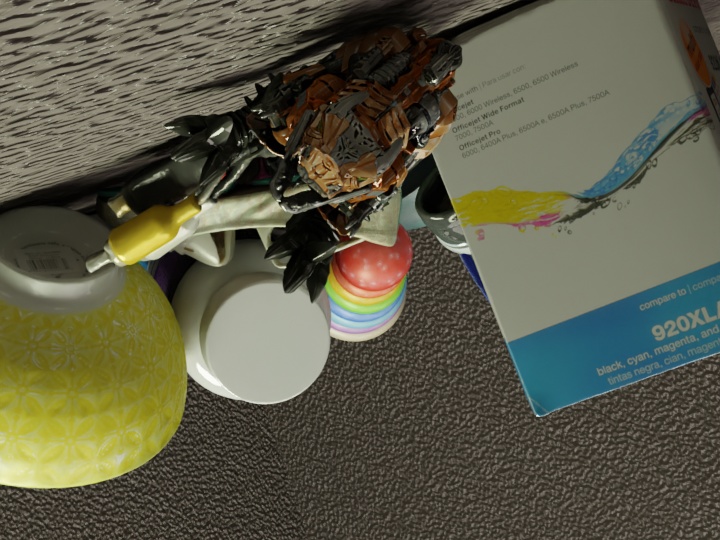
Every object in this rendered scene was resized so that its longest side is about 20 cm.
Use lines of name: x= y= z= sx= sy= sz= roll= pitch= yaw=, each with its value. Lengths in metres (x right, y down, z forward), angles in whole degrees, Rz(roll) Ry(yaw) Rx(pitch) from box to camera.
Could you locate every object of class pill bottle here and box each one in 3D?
pill bottle: x=-0.084 y=0.026 z=1.041 sx=0.111 sy=0.112 sz=0.200 roll=-19 pitch=-164 yaw=-11

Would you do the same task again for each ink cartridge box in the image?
ink cartridge box: x=0.139 y=-0.048 z=0.812 sx=0.144 sy=0.200 sz=0.147 roll=-22 pitch=178 yaw=22

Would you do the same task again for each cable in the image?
cable: x=-0.068 y=-0.057 z=0.838 sx=0.200 sy=0.050 sz=0.097 roll=-22 pitch=-165 yaw=32

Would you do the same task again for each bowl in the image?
bowl: x=-0.196 y=0.025 z=0.912 sx=0.200 sy=0.200 sz=0.108 roll=-19 pitch=137 yaw=-42

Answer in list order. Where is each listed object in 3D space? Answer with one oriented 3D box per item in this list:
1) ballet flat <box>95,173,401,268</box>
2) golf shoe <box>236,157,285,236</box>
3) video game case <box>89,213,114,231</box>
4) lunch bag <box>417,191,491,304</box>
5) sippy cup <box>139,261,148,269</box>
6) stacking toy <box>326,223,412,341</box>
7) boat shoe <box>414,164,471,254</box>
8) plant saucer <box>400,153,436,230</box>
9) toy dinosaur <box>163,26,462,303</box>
ballet flat: x=-0.073 y=-0.030 z=0.942 sx=0.200 sy=0.062 sz=0.067 roll=-5 pitch=-172 yaw=10
golf shoe: x=-0.053 y=-0.054 z=1.090 sx=0.092 sy=0.073 sz=0.200 roll=-19 pitch=180 yaw=23
video game case: x=-0.223 y=-0.024 z=1.217 sx=0.182 sy=0.024 sz=0.200 roll=-20 pitch=180 yaw=-43
lunch bag: x=0.162 y=-0.054 z=1.052 sx=0.200 sy=0.124 sz=0.170 roll=-36 pitch=168 yaw=5
sippy cup: x=-0.105 y=0.016 z=1.206 sx=0.178 sy=0.131 sz=0.140 roll=-21 pitch=180 yaw=-7
stacking toy: x=0.000 y=0.000 z=1.102 sx=0.085 sy=0.086 sz=0.200 roll=-19 pitch=172 yaw=-6
boat shoe: x=0.115 y=-0.091 z=0.929 sx=0.200 sy=0.069 sz=0.057 roll=-47 pitch=146 yaw=9
plant saucer: x=0.080 y=-0.083 z=1.172 sx=0.201 sy=0.039 sz=0.201 roll=-37 pitch=-173 yaw=5
toy dinosaur: x=0.002 y=-0.063 z=0.676 sx=0.136 sy=0.102 sz=0.200 roll=-36 pitch=168 yaw=29
